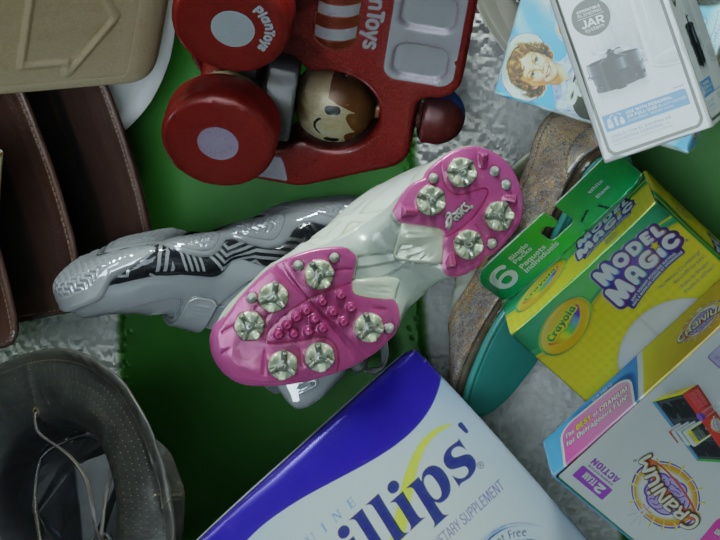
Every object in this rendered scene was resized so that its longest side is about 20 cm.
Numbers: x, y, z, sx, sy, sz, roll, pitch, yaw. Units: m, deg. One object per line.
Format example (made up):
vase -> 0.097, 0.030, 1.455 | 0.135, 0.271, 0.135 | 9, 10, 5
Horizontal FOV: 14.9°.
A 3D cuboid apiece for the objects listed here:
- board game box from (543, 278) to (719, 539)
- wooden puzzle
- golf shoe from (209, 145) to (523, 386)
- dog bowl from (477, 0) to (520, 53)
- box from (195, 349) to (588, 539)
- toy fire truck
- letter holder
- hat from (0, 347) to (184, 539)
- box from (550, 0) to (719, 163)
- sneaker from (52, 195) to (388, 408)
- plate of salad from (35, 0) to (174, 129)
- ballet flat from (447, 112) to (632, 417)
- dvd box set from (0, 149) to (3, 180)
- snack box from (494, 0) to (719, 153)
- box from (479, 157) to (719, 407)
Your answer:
board game box -> 0.226, 0.084, 1.543 | 0.153, 0.040, 0.200 | 41, 106, -22
wooden puzzle -> -0.193, -0.179, 1.518 | 0.046, 0.199, 0.186 | 56, 145, 38
golf shoe -> 0.000, 0.000, 1.568 | 0.200, 0.092, 0.075 | -32, 102, -8
dog bowl -> 0.161, -0.190, 1.567 | 0.199, 0.059, 0.201 | 2, 97, 13
box -> 0.022, 0.184, 1.590 | 0.184, 0.105, 0.200 | -41, 86, -17
toy fire truck -> -0.019, -0.128, 1.567 | 0.167, 0.112, 0.201 | 10, 131, 2
letter holder -> -0.220, -0.063, 1.624 | 0.142, 0.101, 0.201 | -10, 107, 25
hat -> -0.157, 0.135, 1.576 | 0.200, 0.081, 0.202 | 3, 94, 40
box -> 0.132, -0.165, 1.448 | 0.060, 0.117, 0.201 | -19, 92, 16
sneaker -> -0.076, 0.028, 1.620 | 0.199, 0.075, 0.115 | -13, 99, -14
plate of salad -> -0.201, -0.166, 1.664 | 0.199, 0.048, 0.201 | 6, 110, 18
ballet flat -> 0.094, -0.008, 1.605 | 0.067, 0.068, 0.200 | 46, 117, 35
dvd box set -> -0.283, 0.009, 1.604 | 0.146, 0.029, 0.201 | 14, 116, 14
snack box -> 0.157, -0.177, 1.520 | 0.116, 0.037, 0.201 | 17, 102, 11
box -> 0.172, 0.033, 1.561 | 0.200, 0.048, 0.117 | 41, 106, -19
